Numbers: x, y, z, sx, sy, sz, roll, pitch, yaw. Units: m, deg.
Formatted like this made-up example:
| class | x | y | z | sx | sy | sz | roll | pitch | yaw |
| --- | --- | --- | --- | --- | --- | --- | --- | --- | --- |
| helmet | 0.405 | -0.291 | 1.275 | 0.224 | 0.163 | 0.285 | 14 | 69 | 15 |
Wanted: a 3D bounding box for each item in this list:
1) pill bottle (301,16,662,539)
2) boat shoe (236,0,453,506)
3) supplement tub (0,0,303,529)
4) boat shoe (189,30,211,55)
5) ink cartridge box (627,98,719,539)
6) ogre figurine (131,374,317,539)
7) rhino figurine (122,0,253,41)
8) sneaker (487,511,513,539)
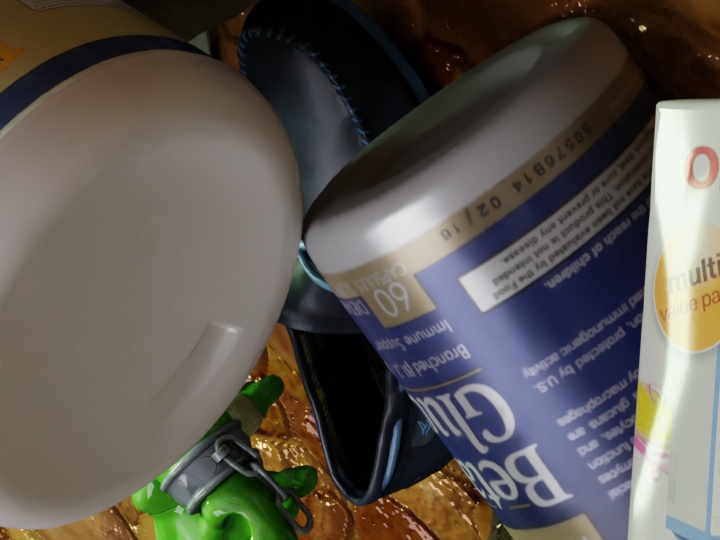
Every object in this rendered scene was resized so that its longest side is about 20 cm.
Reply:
| class | x | y | z | sx | sy | sz | roll | pitch | yaw |
| --- | --- | --- | --- | --- | --- | --- | --- | --- | --- |
| pill bottle | 0.081 | 0.036 | 0.830 | 0.200 | 0.111 | 0.111 | 54 | 151 | -11 |
| boat shoe | 0.000 | 0.000 | 0.941 | 0.084 | 0.069 | 0.200 | 16 | 138 | 44 |
| supplement tub | -0.130 | -0.033 | 0.817 | 0.200 | 0.144 | 0.145 | 33 | 148 | 33 |
| boat shoe | -0.102 | -0.054 | 1.011 | 0.071 | 0.069 | 0.200 | 38 | 148 | 23 |
| ink cartridge box | 0.149 | 0.037 | 0.663 | 0.128 | 0.125 | 0.201 | 2 | 90 | 51 |
| ogre figurine | -0.081 | 0.035 | 0.957 | 0.120 | 0.098 | 0.200 | 52 | -165 | -19 |
| rhino figurine | -0.095 | -0.088 | 0.916 | 0.087 | 0.060 | 0.200 | 42 | 127 | -9 |
| sneaker | 0.114 | 0.156 | 0.993 | 0.070 | 0.108 | 0.201 | -22 | 77 | 62 |
